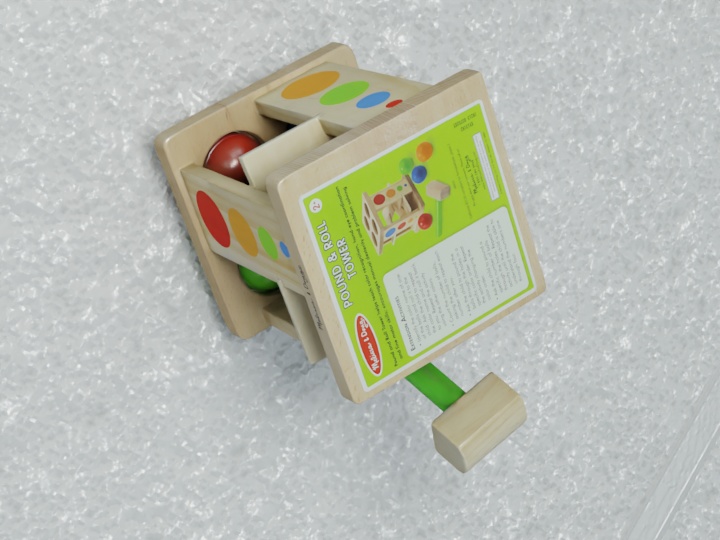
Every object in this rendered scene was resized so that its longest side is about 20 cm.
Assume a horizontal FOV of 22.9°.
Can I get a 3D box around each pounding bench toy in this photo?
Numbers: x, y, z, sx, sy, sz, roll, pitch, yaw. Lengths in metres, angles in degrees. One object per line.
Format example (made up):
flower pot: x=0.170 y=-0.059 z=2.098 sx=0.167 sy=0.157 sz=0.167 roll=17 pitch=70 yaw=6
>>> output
pounding bench toy: x=0.000 y=0.000 z=0.943 sx=0.124 sy=0.156 sz=0.201 roll=-30 pitch=116 yaw=-22
